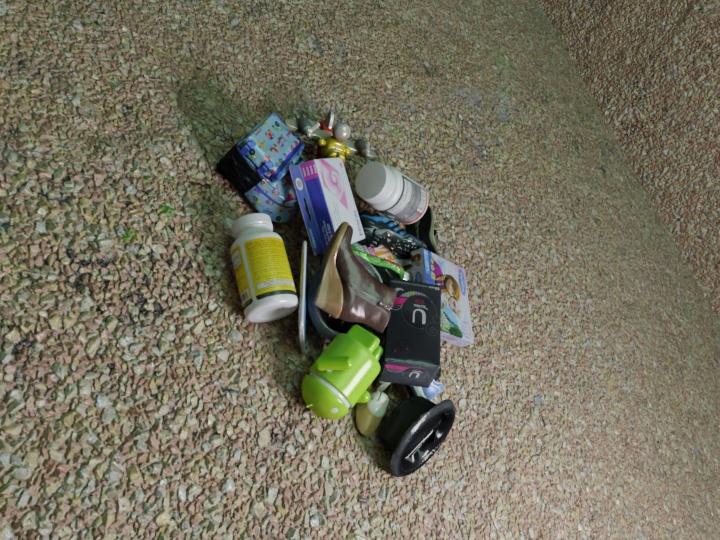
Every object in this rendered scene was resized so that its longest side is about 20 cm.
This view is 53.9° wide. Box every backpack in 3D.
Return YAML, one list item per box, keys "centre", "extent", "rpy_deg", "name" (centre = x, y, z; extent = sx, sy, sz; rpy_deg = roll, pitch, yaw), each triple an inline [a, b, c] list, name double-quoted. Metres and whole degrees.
- centre: [-0.187, -0.217, 1.560]
  extent: [0.200, 0.134, 0.183]
  rpy_deg: [49, 41, -10]
  name: "backpack"

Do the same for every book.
- centre: [0.033, -0.050, 1.739]
  extent: [0.198, 0.048, 0.135]
  rpy_deg: [-15, 75, -44]
  name: "book"

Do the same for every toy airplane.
- centre: [-0.067, -0.317, 1.727]
  extent: [0.200, 0.141, 0.199]
  rpy_deg: [50, 46, 4]
  name: "toy airplane"

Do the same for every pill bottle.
- centre: [0.078, -0.196, 1.781]
  extent: [0.199, 0.113, 0.116]
  rpy_deg: [20, 51, -53]
  name: "pill bottle"
- centre: [-0.200, -0.007, 1.432]
  extent: [0.111, 0.112, 0.203]
  rpy_deg: [1, 65, -43]
  name: "pill bottle"

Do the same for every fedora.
- centre: [-0.046, 0.068, 1.544]
  extent: [0.176, 0.090, 0.202]
  rpy_deg: [35, 60, -19]
  name: "fedora"
- centre: [0.111, 0.339, 1.516]
  extent: [0.199, 0.203, 0.091]
  rpy_deg: [-10, 36, -46]
  name: "fedora"

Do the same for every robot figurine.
- centre: [-0.039, 0.210, 1.423]
  extent: [0.115, 0.176, 0.201]
  rpy_deg: [30, 68, 28]
  name: "robot figurine"

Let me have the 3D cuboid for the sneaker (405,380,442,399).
- centre: [0.119, 0.205, 1.617]
  extent: [0.076, 0.076, 0.203]
  rpy_deg: [-24, 87, -10]
  name: "sneaker"

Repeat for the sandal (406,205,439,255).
- centre: [0.174, -0.074, 1.872]
  extent: [0.057, 0.079, 0.204]
  rpy_deg: [19, 58, -56]
  name: "sandal"

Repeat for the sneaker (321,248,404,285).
- centre: [0.000, 0.000, 1.609]
  extent: [0.197, 0.085, 0.077]
  rpy_deg: [18, 2, 10]
  name: "sneaker"

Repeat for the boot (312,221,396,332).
- centre: [-0.001, 0.014, 1.482]
  extent: [0.164, 0.072, 0.203]
  rpy_deg: [20, 72, -15]
  name: "boot"

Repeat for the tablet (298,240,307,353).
- centre: [-0.119, 0.055, 1.476]
  extent: [0.013, 0.131, 0.203]
  rpy_deg: [0, 58, -2]
  name: "tablet"

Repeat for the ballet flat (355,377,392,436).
- centre: [0.038, 0.259, 1.533]
  extent: [0.068, 0.063, 0.202]
  rpy_deg: [35, 46, -22]
  name: "ballet flat"

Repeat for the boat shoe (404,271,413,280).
- centre: [0.131, 0.069, 1.733]
  extent: [0.199, 0.070, 0.070]
  rpy_deg: [34, 49, -29]
  name: "boat shoe"

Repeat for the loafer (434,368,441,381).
- centre: [0.128, 0.173, 1.674]
  extent: [0.202, 0.068, 0.070]
  rpy_deg: [59, 33, -5]
  name: "loafer"

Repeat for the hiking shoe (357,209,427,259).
- centre: [0.081, -0.092, 1.720]
  extent: [0.198, 0.074, 0.088]
  rpy_deg: [18, 53, -28]
  name: "hiking shoe"

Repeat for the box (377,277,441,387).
- centre: [0.105, 0.134, 1.532]
  extent: [0.120, 0.107, 0.203]
  rpy_deg: [8, 57, -6]
  name: "box"

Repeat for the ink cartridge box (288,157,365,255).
- centre: [-0.069, -0.147, 1.566]
  extent: [0.200, 0.043, 0.200]
  rpy_deg: [-26, 101, -65]
  name: "ink cartridge box"

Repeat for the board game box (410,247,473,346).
- centre: [0.201, 0.068, 1.737]
  extent: [0.198, 0.041, 0.203]
  rpy_deg: [22, 57, -48]
  name: "board game box"
